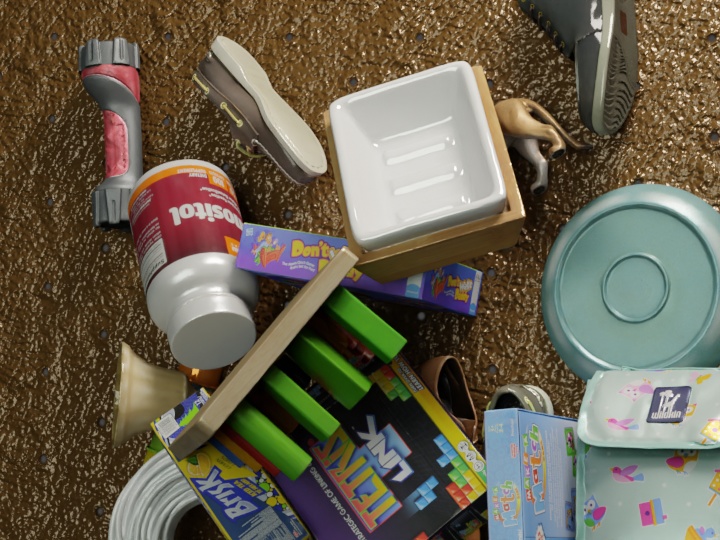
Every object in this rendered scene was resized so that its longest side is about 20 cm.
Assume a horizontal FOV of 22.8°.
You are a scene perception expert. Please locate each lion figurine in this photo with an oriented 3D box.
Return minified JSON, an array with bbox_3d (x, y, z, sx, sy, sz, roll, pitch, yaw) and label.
[{"bbox_3d":[0.114,-0.116,1.717,0.199,0.073,0.123,-25,59,6],"label":"lion figurine"}]

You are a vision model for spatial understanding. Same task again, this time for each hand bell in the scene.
[{"bbox_3d":[-0.142,0.131,1.761,0.199,0.104,0.105,5,83,-11],"label":"hand bell"}]

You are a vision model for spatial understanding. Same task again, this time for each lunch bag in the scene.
[{"bbox_3d":[0.278,0.180,1.559,0.169,0.122,0.201,-4,73,27],"label":"lunch bag"}]

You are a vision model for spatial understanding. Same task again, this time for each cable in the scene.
[{"bbox_3d":[-0.145,0.265,1.746,0.199,0.069,0.201,23,84,5],"label":"cable"}]

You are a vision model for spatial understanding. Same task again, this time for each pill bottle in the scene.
[{"bbox_3d":[-0.162,-0.005,1.767,0.113,0.113,0.201,-34,48,18],"label":"pill bottle"}]

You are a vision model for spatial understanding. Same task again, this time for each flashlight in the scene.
[{"bbox_3d":[-0.264,-0.143,1.896,0.067,0.068,0.201,-7,79,23],"label":"flashlight"}]

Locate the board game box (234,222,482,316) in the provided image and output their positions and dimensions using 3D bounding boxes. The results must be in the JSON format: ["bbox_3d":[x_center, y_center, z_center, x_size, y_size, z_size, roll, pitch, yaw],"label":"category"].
[{"bbox_3d":[0.000,0.000,1.709,0.199,0.134,0.045,9,86,26],"label":"board game box"}]

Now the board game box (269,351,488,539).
[{"bbox_3d":[0.016,0.179,1.619,0.165,0.057,0.200,-40,57,-1],"label":"board game box"}]

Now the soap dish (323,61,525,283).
[{"bbox_3d":[0.057,-0.087,1.613,0.156,0.081,0.201,-17,48,6],"label":"soap dish"}]

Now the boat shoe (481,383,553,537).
[{"bbox_3d":[0.144,0.206,1.650,0.072,0.060,0.203,-4,80,26],"label":"boat shoe"}]

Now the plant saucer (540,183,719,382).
[{"bbox_3d":[0.256,0.017,1.644,0.199,0.027,0.202,-4,80,26],"label":"plant saucer"}]

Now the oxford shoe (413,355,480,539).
[{"bbox_3d":[0.082,0.174,1.660,0.071,0.071,0.201,-33,61,44],"label":"oxford shoe"}]

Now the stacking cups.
[{"bbox_3d":[-0.177,0.132,1.816,0.060,0.060,0.201,16,89,27],"label":"stacking cups"}]

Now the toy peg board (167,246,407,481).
[{"bbox_3d":[-0.060,0.103,1.573,0.098,0.199,0.200,41,72,-2],"label":"toy peg board"}]

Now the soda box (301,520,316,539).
[{"bbox_3d":[-0.032,0.263,1.682,0.068,0.064,0.200,37,81,-2],"label":"soda box"}]

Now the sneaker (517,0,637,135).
[{"bbox_3d":[0.201,-0.219,1.687,0.106,0.075,0.201,-5,71,30],"label":"sneaker"}]

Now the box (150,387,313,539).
[{"bbox_3d":[-0.114,0.206,1.649,0.064,0.070,0.200,-33,54,-9],"label":"box"}]

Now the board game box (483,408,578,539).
[{"bbox_3d":[0.162,0.203,1.564,0.036,0.200,0.152,-6,80,24],"label":"board game box"}]

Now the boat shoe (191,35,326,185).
[{"bbox_3d":[-0.106,-0.153,1.821,0.060,0.072,0.200,-47,62,19],"label":"boat shoe"}]
